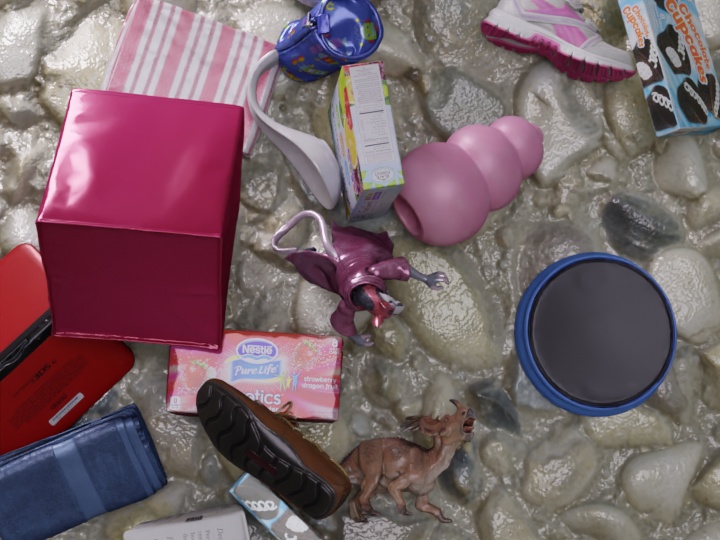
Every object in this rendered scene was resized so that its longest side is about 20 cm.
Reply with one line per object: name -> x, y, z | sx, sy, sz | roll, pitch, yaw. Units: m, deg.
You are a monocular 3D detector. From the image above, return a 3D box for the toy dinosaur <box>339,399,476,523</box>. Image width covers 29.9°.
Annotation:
toy dinosaur -> 0.041, 0.222, 1.571 | 0.199, 0.086, 0.136 | -3, 72, 11

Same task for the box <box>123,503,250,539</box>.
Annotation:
box -> -0.174, 0.366, 1.469 | 0.130, 0.199, 0.201 | -9, 83, -6

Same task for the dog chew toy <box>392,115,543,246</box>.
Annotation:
dog chew toy -> 0.134, -0.116, 1.604 | 0.200, 0.125, 0.125 | -33, 86, -16

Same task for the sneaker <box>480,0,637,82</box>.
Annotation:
sneaker -> 0.254, -0.297, 1.654 | 0.199, 0.081, 0.089 | 23, 83, -2

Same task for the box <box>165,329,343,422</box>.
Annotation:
box -> -0.123, 0.122, 1.558 | 0.199, 0.095, 0.100 | 4, 81, -4

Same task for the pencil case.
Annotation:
pencil case -> -0.042, -0.269, 1.563 | 0.086, 0.200, 0.078 | 5, 88, -18

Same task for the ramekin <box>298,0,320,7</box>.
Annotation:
ramekin -> -0.033, -0.411, 1.638 | 0.201, 0.094, 0.204 | 1, 83, -5

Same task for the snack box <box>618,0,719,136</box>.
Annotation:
snack box -> 0.382, -0.266, 1.648 | 0.116, 0.037, 0.201 | -9, 82, -44

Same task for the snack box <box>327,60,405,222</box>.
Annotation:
snack box -> 0.004, -0.143, 1.552 | 0.053, 0.200, 0.143 | -8, 83, -7

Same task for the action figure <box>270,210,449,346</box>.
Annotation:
action figure -> 0.000, 0.000, 1.532 | 0.134, 0.200, 0.149 | -45, 112, 6

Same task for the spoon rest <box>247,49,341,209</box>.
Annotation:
spoon rest -> -0.081, -0.160, 1.601 | 0.060, 0.099, 0.201 | -26, 82, -10

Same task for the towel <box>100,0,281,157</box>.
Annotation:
towel -> -0.204, -0.236, 1.636 | 0.199, 0.030, 0.147 | 19, 82, -5

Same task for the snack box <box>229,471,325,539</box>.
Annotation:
snack box -> -0.067, 0.305, 1.529 | 0.200, 0.116, 0.037 | 44, 81, 2

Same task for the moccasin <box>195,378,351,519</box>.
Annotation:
moccasin -> -0.094, 0.187, 1.476 | 0.201, 0.078, 0.074 | 32, 111, 10

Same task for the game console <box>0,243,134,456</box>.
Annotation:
game console -> -0.398, 0.102, 1.578 | 0.200, 0.119, 0.173 | -43, 119, -8

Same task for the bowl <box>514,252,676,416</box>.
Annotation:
bowl -> 0.288, 0.076, 1.628 | 0.199, 0.039, 0.202 | 1, 83, -5

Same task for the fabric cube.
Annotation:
fabric cube -> -0.235, -0.054, 1.483 | 0.195, 0.200, 0.200 | 5, 50, -3

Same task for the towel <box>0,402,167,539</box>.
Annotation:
towel -> -0.330, 0.238, 1.541 | 0.199, 0.049, 0.112 | -22, 110, -8
